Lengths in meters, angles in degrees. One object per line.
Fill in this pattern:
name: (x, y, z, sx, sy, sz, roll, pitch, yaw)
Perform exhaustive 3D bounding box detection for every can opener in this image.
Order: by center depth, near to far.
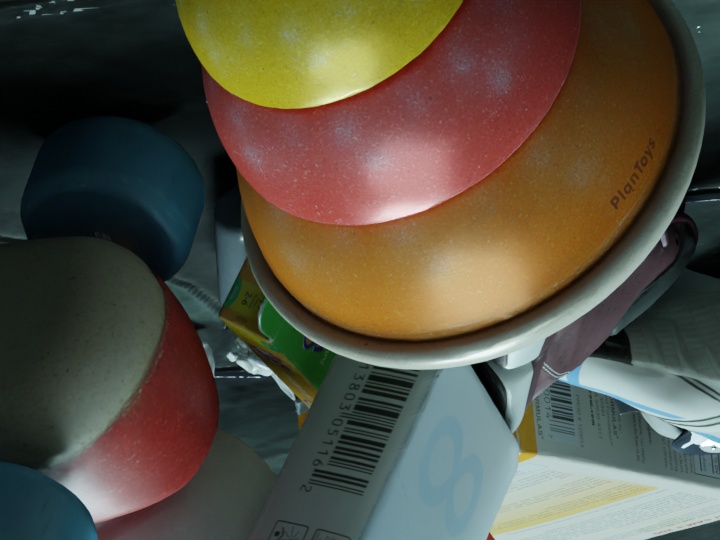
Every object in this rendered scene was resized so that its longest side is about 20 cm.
can opener: (-0.025, 0.006, 1.156, 0.066, 0.053, 0.200, -39, 166, -8)

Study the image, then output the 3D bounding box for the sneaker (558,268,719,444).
sneaker: (0.126, 0.033, 1.130, 0.200, 0.072, 0.073, 14, 144, 52)

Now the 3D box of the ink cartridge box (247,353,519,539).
ink cartridge box: (0.019, 0.138, 1.044, 0.047, 0.160, 0.200, 8, 150, 32)

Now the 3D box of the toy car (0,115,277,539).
toy car: (-0.098, 0.088, 1.027, 0.177, 0.185, 0.200, -17, 131, 31)

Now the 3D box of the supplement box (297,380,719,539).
supplement box: (0.083, 0.074, 1.342, 0.126, 0.074, 0.200, -19, 158, 37)

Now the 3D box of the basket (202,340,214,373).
basket: (-0.145, 0.119, 1.219, 0.123, 0.200, 0.135, -8, 163, 30)

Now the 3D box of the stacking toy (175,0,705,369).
stacking toy: (-0.002, -0.079, 0.802, 0.146, 0.146, 0.200, -12, 142, 21)

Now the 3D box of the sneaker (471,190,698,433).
sneaker: (0.078, -0.033, 1.039, 0.115, 0.076, 0.200, -32, 155, -31)

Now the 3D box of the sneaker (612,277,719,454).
sneaker: (0.159, 0.032, 1.219, 0.129, 0.080, 0.199, -19, 170, 13)

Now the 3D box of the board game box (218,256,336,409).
board game box: (0.000, 0.000, 1.049, 0.030, 0.096, 0.200, 23, 170, 15)
